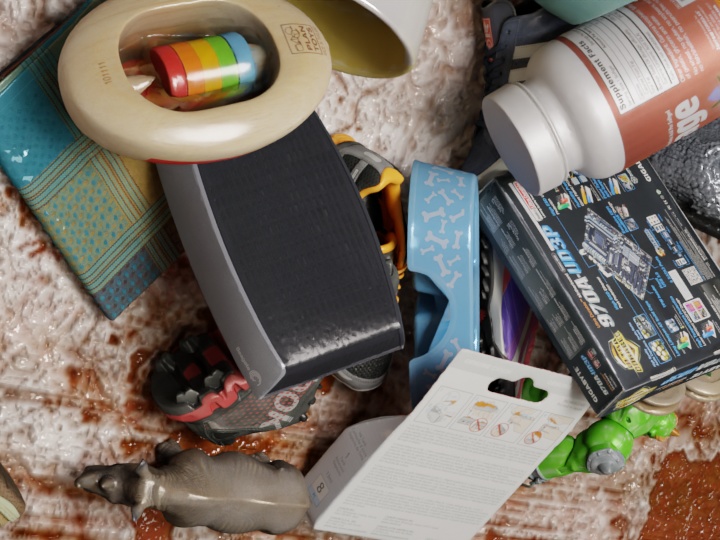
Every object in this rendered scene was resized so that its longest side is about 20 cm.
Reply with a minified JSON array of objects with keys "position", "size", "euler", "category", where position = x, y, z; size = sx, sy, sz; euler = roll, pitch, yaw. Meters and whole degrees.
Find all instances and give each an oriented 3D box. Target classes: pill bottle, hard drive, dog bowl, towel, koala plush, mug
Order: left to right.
[{"position":[-0.175,-0.084,1.568],"size":[0.147,0.022,0.200],"euler":[-45,126,-22],"category":"towel"},{"position":[-0.053,-0.023,1.572],"size":[0.135,0.042,0.200],"euler":[-18,80,-26],"category":"hard drive"},{"position":[-0.007,-0.235,1.613],"size":[0.149,0.187,0.153],"euler":[25,74,-8],"category":"mug"},{"position":[0.065,0.014,1.720],"size":[0.049,0.112,0.200],"euler":[1,112,5],"category":"dog bowl"},{"position":[0.197,-0.139,1.690],"size":[0.200,0.112,0.112],"euler":[-29,120,-9],"category":"pill bottle"},{"position":[0.328,-0.129,1.871],"size":[0.184,0.177,0.200],"euler":[24,90,-30],"category":"koala plush"}]

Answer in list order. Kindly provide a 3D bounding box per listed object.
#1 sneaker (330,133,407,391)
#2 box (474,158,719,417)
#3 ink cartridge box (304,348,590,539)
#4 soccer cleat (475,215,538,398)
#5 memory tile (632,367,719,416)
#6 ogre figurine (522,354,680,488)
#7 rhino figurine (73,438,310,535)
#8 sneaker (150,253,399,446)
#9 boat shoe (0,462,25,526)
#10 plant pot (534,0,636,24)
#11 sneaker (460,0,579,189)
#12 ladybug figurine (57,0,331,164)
[{"position":[0.000,0.000,1.694],"size":[0.078,0.077,0.200],"euler":[-22,116,-35],"category":"sneaker"},{"position":[0.199,0.000,1.757],"size":[0.159,0.046,0.200],"euler":[-19,70,-37],"category":"box"},{"position":[0.068,0.131,1.741],"size":[0.160,0.047,0.200],"euler":[15,123,-40],"category":"ink cartridge box"},{"position":[0.119,0.042,1.808],"size":[0.073,0.068,0.200],"euler":[-14,106,-33],"category":"soccer cleat"},{"position":[0.236,0.029,1.824],"size":[0.153,0.200,0.017],"euler":[-11,142,-29],"category":"memory tile"},{"position":[0.200,0.099,1.854],"size":[0.200,0.120,0.098],"euler":[-37,122,-25],"category":"ogre figurine"},{"position":[-0.122,0.157,1.628],"size":[0.200,0.087,0.060],"euler":[9,95,-40],"category":"rhino figurine"},{"position":[-0.052,0.060,1.649],"size":[0.200,0.071,0.098],"euler":[-34,134,-1],"category":"sneaker"},{"position":[-0.308,0.115,1.489],"size":[0.076,0.072,0.200],"euler":[-45,119,-4],"category":"boat shoe"},{"position":[0.175,-0.278,1.655],"size":[0.200,0.200,0.161],"euler":[-31,98,-29],"category":"plant pot"},{"position":[0.117,-0.163,1.760],"size":[0.084,0.075,0.200],"euler":[31,86,-19],"category":"sneaker"},{"position":[-0.112,-0.128,1.524],"size":[0.200,0.072,0.136],"euler":[-10,65,-26],"category":"ladybug figurine"}]
